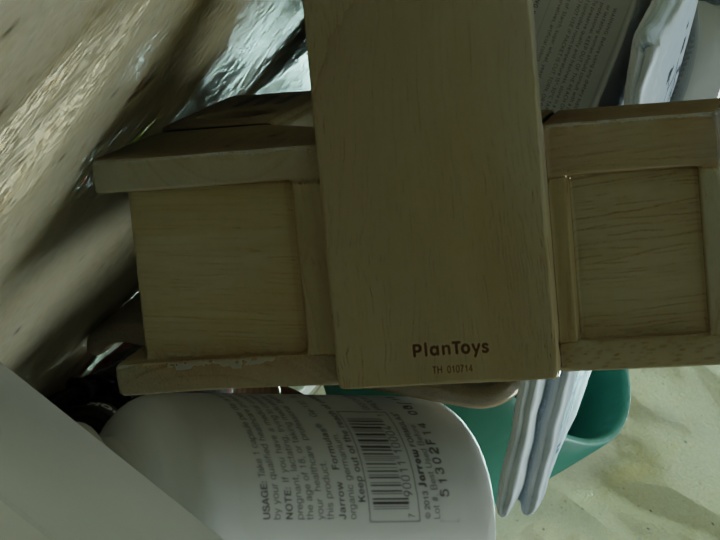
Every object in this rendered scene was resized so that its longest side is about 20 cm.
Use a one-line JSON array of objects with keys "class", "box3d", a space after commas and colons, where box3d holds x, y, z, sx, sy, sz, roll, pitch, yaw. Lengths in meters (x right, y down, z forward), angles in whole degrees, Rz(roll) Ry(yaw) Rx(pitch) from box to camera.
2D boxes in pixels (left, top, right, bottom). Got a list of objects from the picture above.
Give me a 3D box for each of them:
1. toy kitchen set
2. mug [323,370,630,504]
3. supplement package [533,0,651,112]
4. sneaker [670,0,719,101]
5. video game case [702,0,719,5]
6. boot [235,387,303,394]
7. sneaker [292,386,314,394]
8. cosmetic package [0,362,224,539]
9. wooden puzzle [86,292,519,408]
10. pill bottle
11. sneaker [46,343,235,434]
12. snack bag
[{"class": "toy kitchen set", "box3d": [0.027, -0.059, 0.823, 0.180, 0.200, 0.163, -43, 129, -74]}, {"class": "mug", "box3d": [0.040, 0.039, 1.259, 0.114, 0.185, 0.152, -35, -159, 32]}, {"class": "supplement package", "box3d": [0.063, -0.090, 1.038, 0.200, 0.111, 0.156, -47, 159, -65]}, {"class": "sneaker", "box3d": [0.181, -0.034, 1.110, 0.200, 0.115, 0.074, 106, -13, -47]}, {"class": "video game case", "box3d": [0.159, -0.195, 1.131, 0.182, 0.023, 0.200, -110, -146, -40]}, {"class": "boot", "box3d": [-0.085, 0.146, 1.274, 0.200, 0.155, 0.074, -47, -150, 18]}, {"class": "sneaker", "box3d": [-0.047, 0.038, 1.461, 0.200, 0.081, 0.146, -57, 175, -22]}, {"class": "cosmetic package", "box3d": [-0.083, 0.124, 0.789, 0.081, 0.200, 0.113, -54, 174, 10]}, {"class": "wooden puzzle", "box3d": [0.000, 0.000, 1.079, 0.185, 0.200, 0.046, -47, 140, -64]}, {"class": "pill bottle", "box3d": [-0.056, 0.106, 0.972, 0.200, 0.114, 0.114, 3, 143, -28]}, {"class": "sneaker", "box3d": [-0.108, 0.077, 1.073, 0.200, 0.071, 0.098, -48, 177, -42]}, {"class": "snack bag", "box3d": [0.096, -0.028, 0.924, 0.189, 0.021, 0.200, -56, 161, -63]}]
